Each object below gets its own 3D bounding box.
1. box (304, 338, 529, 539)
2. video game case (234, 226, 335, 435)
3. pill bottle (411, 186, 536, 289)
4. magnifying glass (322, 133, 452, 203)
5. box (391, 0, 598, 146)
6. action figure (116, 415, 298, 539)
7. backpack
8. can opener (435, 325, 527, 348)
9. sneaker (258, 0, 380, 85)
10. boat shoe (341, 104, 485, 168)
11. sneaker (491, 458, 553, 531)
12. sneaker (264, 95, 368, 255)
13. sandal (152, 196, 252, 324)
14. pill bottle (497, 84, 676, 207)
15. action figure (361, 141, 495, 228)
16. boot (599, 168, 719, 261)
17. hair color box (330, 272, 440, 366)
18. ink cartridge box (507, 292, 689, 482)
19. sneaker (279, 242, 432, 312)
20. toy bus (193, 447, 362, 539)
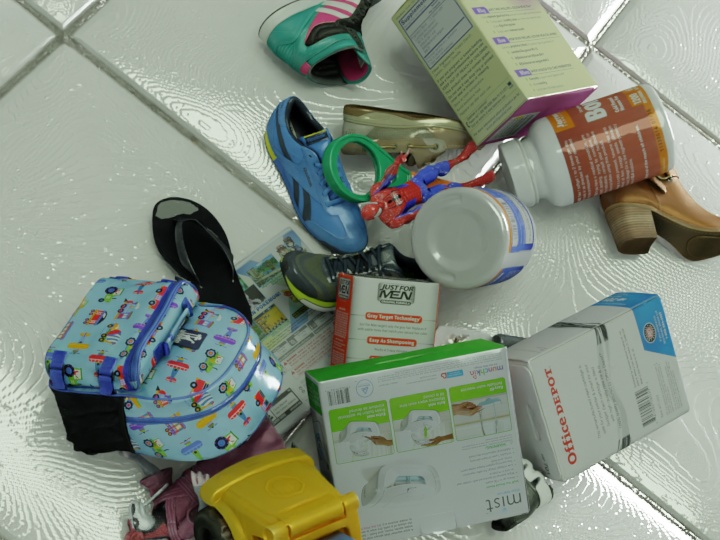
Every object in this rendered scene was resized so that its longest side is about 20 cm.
[{"bbox_3d":[0.058,0.176,1.450,0.199,0.097,0.178,-11,96,-11],"label":"box"},{"bbox_3d":[-0.093,0.071,1.573,0.200,0.022,0.182,-37,81,-29],"label":"video game case"},{"bbox_3d":[0.136,-0.038,1.603,0.111,0.200,0.113,1,92,19],"label":"pill bottle"},{"bbox_3d":[0.038,-0.109,1.667,0.199,0.022,0.080,10,74,-35],"label":"magnifying glass"},{"bbox_3d":[0.167,-0.269,1.748,0.175,0.097,0.201,-18,71,-51],"label":"box"},{"bbox_3d":[-0.161,0.223,1.451,0.200,0.149,0.134,-39,40,-14],"label":"action figure"},{"bbox_3d":[-0.186,0.098,1.404,0.199,0.135,0.183,6,40,24],"label":"backpack"},{"bbox_3d":[0.160,0.101,1.627,0.199,0.066,0.053,7,64,-25],"label":"can opener"},{"bbox_3d":[-0.012,-0.294,1.740,0.199,0.084,0.121,-31,73,-20],"label":"sneaker"},{"bbox_3d":[0.066,-0.159,1.718,0.199,0.072,0.065,4,100,-29],"label":"boat shoe"},{"bbox_3d":[0.118,0.206,1.552,0.200,0.066,0.090,46,58,4],"label":"sneaker"},{"bbox_3d":[-0.048,-0.111,1.645,0.066,0.078,0.201,-22,75,-28],"label":"sneaker"},{"bbox_3d":[-0.169,-0.009,1.553,0.076,0.043,0.201,-20,59,-21],"label":"sandal"},{"bbox_3d":[0.273,-0.145,1.722,0.199,0.112,0.113,-19,70,0],"label":"pill bottle"},{"bbox_3d":[0.085,-0.107,1.627,0.199,0.099,0.065,-27,81,-36],"label":"action figure"},{"bbox_3d":[0.395,-0.095,1.798,0.199,0.077,0.156,-1,61,-11],"label":"boot"},{"bbox_3d":[0.022,0.107,1.522,0.101,0.061,0.201,5,93,-17],"label":"hair color box"},{"bbox_3d":[0.260,0.128,1.597,0.199,0.086,0.147,-23,103,-25],"label":"ink cartridge box"},{"bbox_3d":[0.000,0.000,1.579,0.199,0.081,0.074,6,51,-35],"label":"sneaker"},{"bbox_3d":[-0.052,0.295,1.345,0.135,0.192,0.201,-17,112,-33],"label":"toy bus"}]
